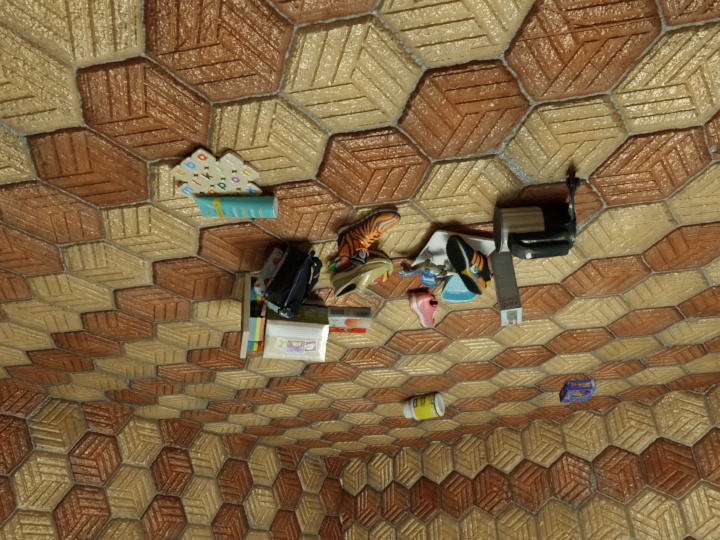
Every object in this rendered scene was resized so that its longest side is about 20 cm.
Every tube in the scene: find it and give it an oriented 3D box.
[{"bbox_3d":[-0.302,-0.156,1.278,0.195,0.051,0.078,0,144,5],"label":"tube"}]

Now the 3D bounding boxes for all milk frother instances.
[{"bbox_3d":[0.433,-0.139,1.282,0.183,0.181,0.205,-4,106,4],"label":"milk frother"}]

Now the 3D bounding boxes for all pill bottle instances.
[{"bbox_3d":[0.318,0.689,2.630,0.197,0.114,0.112,-18,145,25],"label":"pill bottle"}]

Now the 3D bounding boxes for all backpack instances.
[{"bbox_3d":[-0.211,0.041,1.492,0.152,0.202,0.191,27,160,13],"label":"backpack"}]

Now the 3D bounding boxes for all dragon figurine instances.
[{"bbox_3d":[0.205,0.007,1.493,0.196,0.060,0.100,18,149,-14],"label":"dragon figurine"}]

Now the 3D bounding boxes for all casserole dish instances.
[{"bbox_3d":[0.312,0.036,1.573,0.118,0.040,0.201,3,150,-9],"label":"casserole dish"}]

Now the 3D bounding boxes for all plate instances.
[{"bbox_3d":[0.263,-0.052,1.492,0.195,0.033,0.200,9,147,-15],"label":"plate"}]

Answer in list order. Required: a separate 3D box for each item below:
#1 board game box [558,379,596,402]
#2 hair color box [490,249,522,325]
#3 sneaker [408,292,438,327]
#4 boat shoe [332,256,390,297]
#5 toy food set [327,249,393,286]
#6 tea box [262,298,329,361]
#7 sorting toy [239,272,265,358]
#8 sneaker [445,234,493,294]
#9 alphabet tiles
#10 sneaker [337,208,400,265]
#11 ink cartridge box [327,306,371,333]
[{"bbox_3d":[1.062,0.595,2.561,0.131,0.046,0.201,-5,149,6],"label":"board game box"},{"bbox_3d":[0.413,0.042,1.485,0.059,0.204,0.099,-8,149,12],"label":"hair color box"},{"bbox_3d":[0.229,0.133,1.755,0.085,0.075,0.200,-15,146,19],"label":"sneaker"},{"bbox_3d":[0.003,0.028,1.479,0.198,0.078,0.071,-26,141,34],"label":"boat shoe"},{"bbox_3d":[0.000,0.000,1.554,0.195,0.050,0.199,-1,149,0],"label":"toy food set"},{"bbox_3d":[-0.210,0.184,1.675,0.195,0.197,0.137,5,109,-12],"label":"tea box"},{"bbox_3d":[-0.336,0.143,1.634,0.068,0.204,0.200,3,149,-14],"label":"sorting toy"},{"bbox_3d":[0.303,-0.032,1.432,0.069,0.090,0.202,12,141,55],"label":"sneaker"},{"bbox_3d":[-0.336,-0.212,1.230,0.197,0.015,0.194,-22,146,31],"label":"alphabet tiles"},{"bbox_3d":[0.023,-0.078,1.363,0.197,0.114,0.077,-24,143,33],"label":"sneaker"},{"bbox_3d":[-0.048,0.198,1.878,0.158,0.051,0.202,2,145,-5],"label":"ink cartridge box"}]
